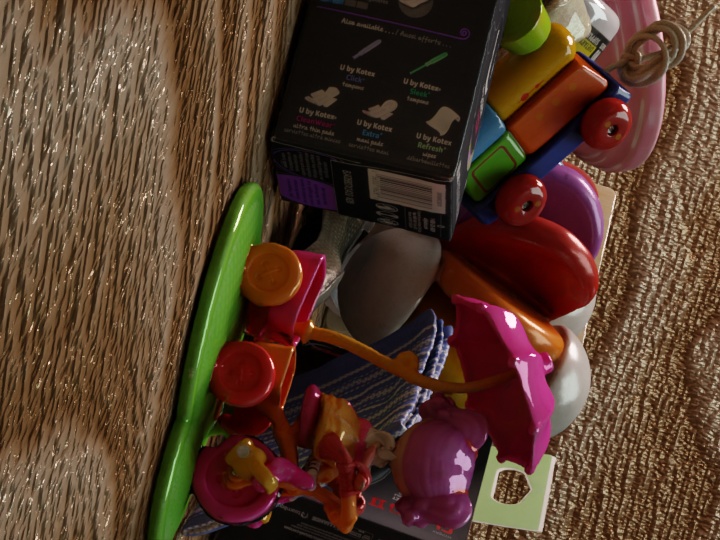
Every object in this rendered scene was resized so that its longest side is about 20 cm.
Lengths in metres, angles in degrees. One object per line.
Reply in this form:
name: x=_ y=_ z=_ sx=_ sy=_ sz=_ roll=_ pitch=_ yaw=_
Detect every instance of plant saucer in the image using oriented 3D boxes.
plant saucer: x=0.166 y=-0.170 z=1.907 sx=0.200 sy=0.051 sz=0.201 roll=170 pitch=-90 yaw=-74

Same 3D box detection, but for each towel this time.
towel: x=-0.022 y=0.085 z=1.460 sx=0.024 sy=0.145 sz=0.200 roll=62 pitch=15 yaw=-11

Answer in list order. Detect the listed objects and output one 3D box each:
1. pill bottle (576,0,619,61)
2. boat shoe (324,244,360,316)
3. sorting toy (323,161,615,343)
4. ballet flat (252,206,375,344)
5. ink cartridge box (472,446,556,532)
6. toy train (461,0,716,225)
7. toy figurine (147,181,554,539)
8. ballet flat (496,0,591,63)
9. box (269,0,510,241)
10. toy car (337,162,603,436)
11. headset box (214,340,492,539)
pill bottle: x=0.079 y=-0.130 z=1.764 sx=0.200 sy=0.112 sz=0.112 roll=-51 pitch=179 yaw=7
boat shoe: x=0.000 y=0.000 z=1.771 sx=0.200 sy=0.070 sz=0.071 roll=27 pitch=88 yaw=-60
sorting toy: x=0.092 y=-0.020 z=2.004 sx=0.070 sy=0.199 sz=0.199 roll=101 pitch=5 yaw=-58
ballet flat: x=-0.033 y=-0.009 z=1.525 sx=0.067 sy=0.046 sz=0.200 roll=-44 pitch=-173 yaw=29
ink cartridge box: x=0.032 y=0.158 z=1.790 sx=0.146 sy=0.199 sz=0.048 roll=-65 pitch=166 yaw=-70
toy train: x=0.118 y=-0.131 z=1.541 sx=0.200 sy=0.085 sz=0.116 roll=-42 pitch=135 yaw=0
toy figurine: x=0.005 y=0.071 z=1.292 sx=0.150 sy=0.184 sz=0.200 roll=93 pitch=12 yaw=-68
ballet flat: x=0.065 y=-0.113 z=1.614 sx=0.062 sy=0.200 sz=0.067 roll=51 pitch=4 yaw=-37
box: x=0.026 y=-0.135 z=1.431 sx=0.122 sy=0.106 sz=0.201 roll=86 pitch=17 yaw=-75
toy car: x=0.091 y=-0.005 z=1.630 sx=0.150 sy=0.175 sz=0.200 roll=-46 pitch=-160 yaw=34
headset box: x=-0.002 y=0.139 z=1.607 sx=0.200 sy=0.148 sz=0.077 roll=-67 pitch=176 yaw=-61
